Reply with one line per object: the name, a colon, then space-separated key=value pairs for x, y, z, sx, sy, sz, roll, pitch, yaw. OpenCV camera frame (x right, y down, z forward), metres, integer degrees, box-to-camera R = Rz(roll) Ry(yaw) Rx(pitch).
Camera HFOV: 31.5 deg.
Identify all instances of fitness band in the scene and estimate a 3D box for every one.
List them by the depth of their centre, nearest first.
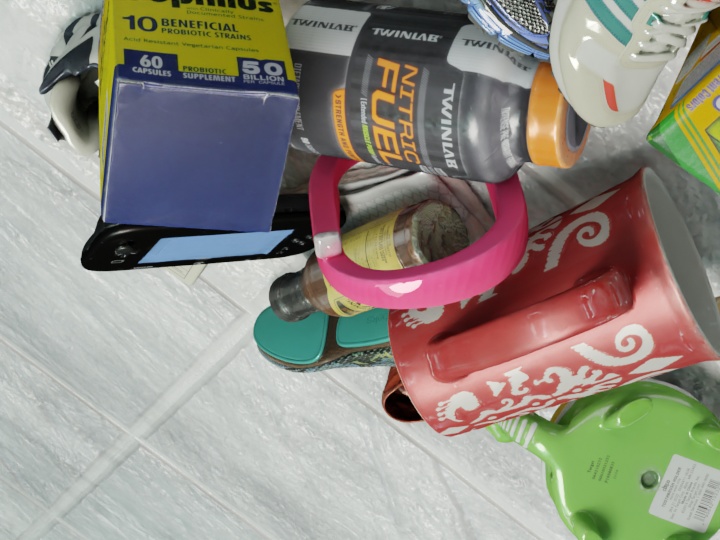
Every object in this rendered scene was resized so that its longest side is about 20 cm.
fitness band: x=0.037 y=-0.045 z=0.856 sx=0.142 sy=0.201 sz=0.038 roll=-9 pitch=124 yaw=2

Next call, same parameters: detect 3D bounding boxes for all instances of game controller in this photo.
game controller: x=-0.112 y=-0.026 z=0.978 sx=0.199 sy=0.042 sz=0.104 roll=-4 pitch=156 yaw=-28

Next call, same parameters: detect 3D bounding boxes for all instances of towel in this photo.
towel: x=0.039 y=-0.004 z=1.044 sx=0.199 sy=0.032 sz=0.191 roll=-11 pitch=127 yaw=45

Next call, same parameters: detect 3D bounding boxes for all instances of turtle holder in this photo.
turtle holder: x=0.194 y=0.152 z=0.999 sx=0.184 sy=0.132 sz=0.142 roll=-9 pitch=101 yaw=-4

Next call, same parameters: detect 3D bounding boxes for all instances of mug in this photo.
mug: x=0.118 y=0.022 z=0.852 sx=0.199 sy=0.134 sz=0.177 roll=-23 pitch=149 yaw=23

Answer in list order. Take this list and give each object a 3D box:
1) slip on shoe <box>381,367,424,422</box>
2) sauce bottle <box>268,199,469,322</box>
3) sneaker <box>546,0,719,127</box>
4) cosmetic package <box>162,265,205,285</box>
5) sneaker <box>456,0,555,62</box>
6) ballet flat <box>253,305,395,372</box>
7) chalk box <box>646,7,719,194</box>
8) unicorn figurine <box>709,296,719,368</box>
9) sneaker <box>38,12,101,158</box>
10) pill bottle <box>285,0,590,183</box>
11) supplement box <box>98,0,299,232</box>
slip on shoe: x=0.098 y=0.101 z=1.097 sx=0.199 sy=0.061 sz=0.074 roll=-9 pitch=126 yaw=41
sauce bottle: x=0.000 y=0.000 z=0.997 sx=0.065 sy=0.065 sz=0.199 roll=45 pitch=144 yaw=-18
sneaker: x=0.162 y=-0.151 z=0.688 sx=0.093 sy=0.070 sz=0.201 roll=50 pitch=144 yaw=41
cosmetic package: x=-0.136 y=-0.080 z=1.050 sx=0.103 sy=0.073 sz=0.200 roll=36 pitch=144 yaw=-5
sneaker: x=0.083 y=-0.202 z=0.742 sx=0.200 sy=0.076 sz=0.078 roll=43 pitch=140 yaw=-17
ballet flat: x=-0.008 y=0.058 z=1.077 sx=0.199 sy=0.074 sz=0.074 roll=-2 pitch=133 yaw=47
chalk box: x=0.281 y=-0.082 z=0.686 sx=0.199 sy=0.124 sz=0.125 roll=34 pitch=145 yaw=-3
unicorn figurine: x=0.296 y=0.078 z=0.883 sx=0.200 sy=0.073 sz=0.138 roll=-150 pitch=44 yaw=-78
sneaker: x=-0.218 y=-0.137 z=0.994 sx=0.198 sy=0.130 sz=0.080 roll=-12 pitch=124 yaw=44
pill bottle: x=0.050 y=-0.117 z=0.836 sx=0.199 sy=0.107 sz=0.107 roll=12 pitch=140 yaw=26
supplement box: x=-0.111 y=-0.132 z=0.825 sx=0.108 sy=0.201 sz=0.110 roll=3 pitch=132 yaw=-15
